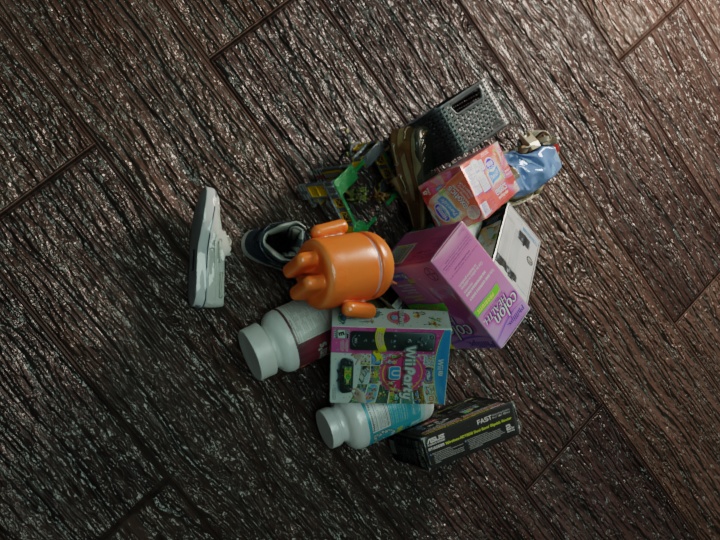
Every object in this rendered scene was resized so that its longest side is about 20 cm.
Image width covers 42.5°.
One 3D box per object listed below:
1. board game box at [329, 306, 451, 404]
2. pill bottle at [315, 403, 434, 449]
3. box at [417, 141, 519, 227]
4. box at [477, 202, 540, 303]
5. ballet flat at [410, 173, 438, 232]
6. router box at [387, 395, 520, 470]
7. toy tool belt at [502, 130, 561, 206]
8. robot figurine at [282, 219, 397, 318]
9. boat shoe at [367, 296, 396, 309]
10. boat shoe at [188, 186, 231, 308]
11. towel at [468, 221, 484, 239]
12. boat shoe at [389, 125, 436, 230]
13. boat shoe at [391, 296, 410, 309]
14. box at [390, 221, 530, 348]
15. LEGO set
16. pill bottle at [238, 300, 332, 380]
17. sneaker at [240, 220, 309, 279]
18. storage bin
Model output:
[{"bbox_3d":[0.047,0.143,1.545,0.196,0.065,0.150,1,116,-3],"label":"board game box"},{"bbox_3d":[0.023,0.243,1.633,0.197,0.110,0.113,-20,93,-22],"label":"pill bottle"},{"bbox_3d":[0.194,-0.146,1.635,0.104,0.094,0.200,63,33,-7],"label":"box"},{"bbox_3d":[0.268,-0.014,1.727,0.117,0.060,0.202,46,43,-23],"label":"box"},{"bbox_3d":[0.137,-0.082,1.737,0.069,0.069,0.203,25,76,-18],"label":"ballet flat"},{"bbox_3d":[0.166,0.289,1.666,0.197,0.149,0.063,-17,93,-22],"label":"router box"},{"bbox_3d":[0.331,-0.206,1.790,0.198,0.123,0.126,-30,97,-22],"label":"toy tool belt"},{"bbox_3d":[-0.026,0.000,1.504,0.197,0.144,0.118,-10,126,-36],"label":"robot figurine"},{"bbox_3d":[0.041,0.094,1.621,0.202,0.075,0.075,39,88,23],"label":"boat shoe"},{"bbox_3d":[-0.249,-0.037,1.566,0.065,0.072,0.204,5,85,-26],"label":"boat shoe"},{"bbox_3d":[0.223,-0.021,1.742,0.149,0.030,0.203,-30,97,-54],"label":"towel"},{"bbox_3d":[0.091,-0.167,1.645,0.076,0.073,0.203,-56,147,-48],"label":"boat shoe"},{"bbox_3d":[0.109,0.060,1.692,0.067,0.072,0.200,33,72,27],"label":"boat shoe"},{"bbox_3d":[0.156,0.031,1.583,0.200,0.175,0.097,49,65,-18],"label":"box"},{"bbox_3d":[-0.022,-0.144,1.664,0.155,0.115,0.201,54,55,-30],"label":"LEGO set"},{"bbox_3d":[-0.103,0.106,1.592,0.198,0.109,0.111,-24,95,-22],"label":"pill bottle"},{"bbox_3d":[-0.093,-0.028,1.590,0.199,0.146,0.078,14,79,-22],"label":"sneaker"},{"bbox_3d":[0.161,-0.258,1.682,0.134,0.199,0.095,-34,98,-21],"label":"storage bin"}]
